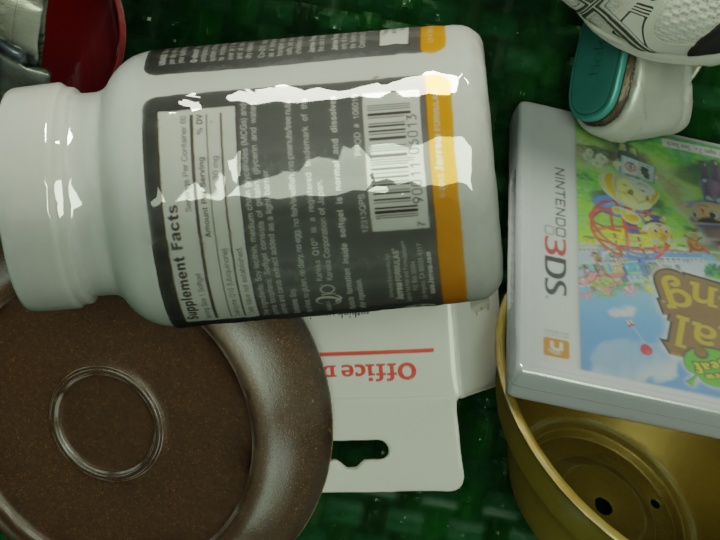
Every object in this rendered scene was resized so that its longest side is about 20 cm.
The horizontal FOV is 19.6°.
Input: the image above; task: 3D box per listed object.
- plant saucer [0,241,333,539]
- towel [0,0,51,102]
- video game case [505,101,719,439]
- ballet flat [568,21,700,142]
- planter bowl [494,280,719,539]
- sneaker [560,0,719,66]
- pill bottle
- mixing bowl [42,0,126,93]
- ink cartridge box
[{"bbox_3d":[-0.112,0.066,0.961,0.200,0.032,0.201,5,108,16],"label":"plant saucer"},{"bbox_3d":[-0.237,-0.069,0.918,0.200,0.193,0.035,8,52,-7],"label":"towel"},{"bbox_3d":[0.166,0.005,0.975,0.200,0.182,0.022,12,135,-7],"label":"video game case"},{"bbox_3d":[0.149,-0.158,1.011,0.069,0.069,0.200,11,90,-7],"label":"ballet flat"},{"bbox_3d":[0.132,0.091,0.984,0.200,0.201,0.084,29,129,-7],"label":"planter bowl"},{"bbox_3d":[0.098,-0.150,0.945,0.200,0.088,0.076,26,97,29],"label":"sneaker"},{"bbox_3d":[-0.044,-0.037,0.868,0.199,0.116,0.117,-5,93,4],"label":"pill bottle"},{"bbox_3d":[-0.197,-0.150,0.925,0.200,0.200,0.109,9,51,-6],"label":"mixing bowl"},{"bbox_3d":[0.000,0.000,0.975,0.116,0.067,0.201,-2,93,23],"label":"ink cartridge box"}]
